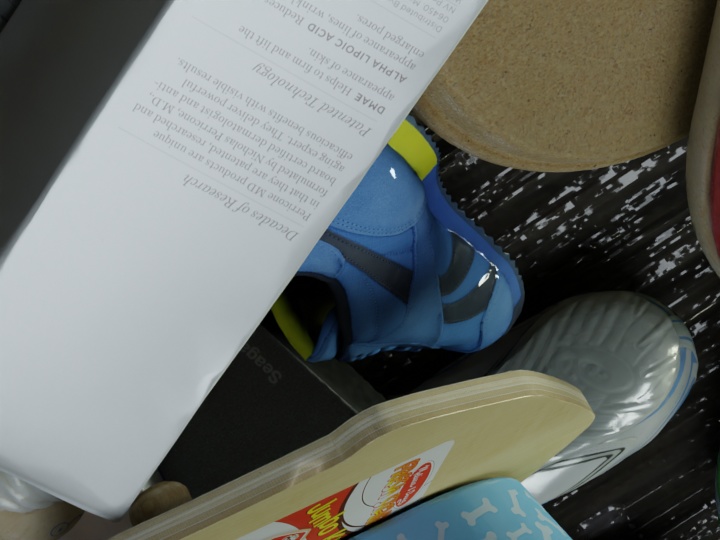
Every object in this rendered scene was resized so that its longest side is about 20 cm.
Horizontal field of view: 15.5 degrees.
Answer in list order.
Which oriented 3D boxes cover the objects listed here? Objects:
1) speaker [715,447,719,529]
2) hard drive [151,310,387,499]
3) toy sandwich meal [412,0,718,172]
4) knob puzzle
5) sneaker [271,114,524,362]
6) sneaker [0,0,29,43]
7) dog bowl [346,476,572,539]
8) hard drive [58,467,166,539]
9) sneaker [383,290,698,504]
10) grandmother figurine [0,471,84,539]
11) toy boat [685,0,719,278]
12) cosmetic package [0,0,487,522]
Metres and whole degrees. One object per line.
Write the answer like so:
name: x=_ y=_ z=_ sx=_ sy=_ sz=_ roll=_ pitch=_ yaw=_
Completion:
speaker: x=0.189 y=0.032 z=1.018 sx=0.088 sy=0.089 sz=0.201 roll=-8 pitch=131 yaw=-15
hard drive: x=-0.072 y=0.103 z=0.969 sx=0.139 sy=0.033 sz=0.200 roll=42 pitch=109 yaw=-5
toy sandwich meal: x=0.070 y=-0.120 z=0.860 sx=0.204 sy=0.070 sz=0.206 roll=-14 pitch=125 yaw=-20
knob puzzle: x=-0.015 y=0.076 z=0.852 sx=0.219 sy=0.031 sz=0.220 roll=-27 pitch=162 yaw=-10
sneaker: x=0.000 y=0.000 z=0.890 sx=0.079 sy=0.066 sz=0.200 roll=-59 pitch=157 yaw=-8
sneaker: x=-0.061 y=-0.088 z=0.830 sx=0.115 sy=0.075 sz=0.200 roll=-39 pitch=131 yaw=11
dog bowl: x=-0.013 y=0.129 z=0.869 sx=0.199 sy=0.050 sz=0.112 roll=-24 pitch=162 yaw=-18
hard drive: x=-0.143 y=0.146 z=0.964 sx=0.199 sy=0.025 sz=0.132 roll=-24 pitch=102 yaw=16
sneaker: x=0.037 y=0.070 z=1.009 sx=0.199 sy=0.072 sz=0.072 roll=-25 pitch=159 yaw=10
grandmother figurine: x=-0.131 y=0.106 z=0.871 sx=0.060 sy=0.121 sz=0.200 roll=32 pitch=130 yaw=-1
toy boat: x=0.188 y=-0.054 z=0.834 sx=0.130 sy=0.131 sz=0.201 roll=-11 pitch=125 yaw=-28
cosmetic package: x=-0.056 y=-0.044 z=0.754 sx=0.081 sy=0.113 sz=0.200 roll=26 pitch=110 yaw=-25
